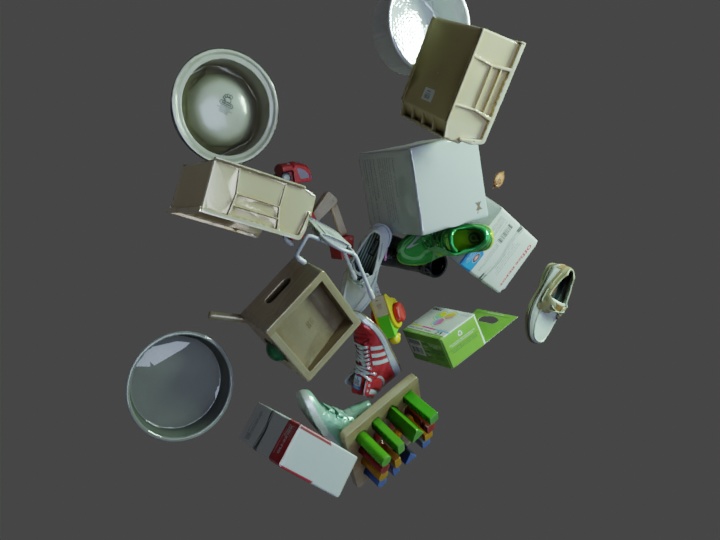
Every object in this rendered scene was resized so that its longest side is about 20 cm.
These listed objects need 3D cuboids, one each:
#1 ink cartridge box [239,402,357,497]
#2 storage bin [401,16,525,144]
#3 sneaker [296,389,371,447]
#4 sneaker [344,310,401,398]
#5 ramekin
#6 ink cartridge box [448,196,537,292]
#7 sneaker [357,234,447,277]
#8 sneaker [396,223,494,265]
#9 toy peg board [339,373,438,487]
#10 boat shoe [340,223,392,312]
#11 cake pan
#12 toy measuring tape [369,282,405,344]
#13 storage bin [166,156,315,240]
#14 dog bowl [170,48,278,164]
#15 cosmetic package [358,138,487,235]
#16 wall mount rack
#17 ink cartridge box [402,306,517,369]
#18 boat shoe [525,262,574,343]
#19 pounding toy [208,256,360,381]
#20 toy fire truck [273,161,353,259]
[{"bbox_3d":[-0.122,0.334,1.389,0.144,0.199,0.084,36,74,-27],"label":"ink cartridge box"},{"bbox_3d":[0.179,-0.353,1.370,0.093,0.200,0.201,12,108,-28],"label":"storage bin"},{"bbox_3d":[-0.045,0.283,1.496,0.118,0.074,0.201,-41,123,-13],"label":"sneaker"},{"bbox_3d":[0.006,0.181,1.503,0.112,0.071,0.201,-44,128,-19],"label":"sneaker"},{"bbox_3d":[0.117,-0.494,1.498,0.198,0.097,0.204,-4,97,-29],"label":"ramekin"},{"bbox_3d":[0.275,-0.057,1.584,0.147,0.084,0.199,-53,141,5],"label":"ink cartridge box"},{"bbox_3d":[0.096,-0.033,1.531,0.198,0.099,0.072,12,91,-28],"label":"sneaker"},{"bbox_3d":[0.164,-0.060,1.457,0.197,0.084,0.075,-12,83,10],"label":"sneaker"},{"bbox_3d":[0.075,0.354,1.509,0.199,0.098,0.201,-35,139,-23],"label":"toy peg board"},{"bbox_3d":[0.000,0.000,1.466,0.067,0.073,0.202,-29,139,-68],"label":"boat shoe"},{"bbox_3d":[-0.332,0.209,1.348,0.198,0.037,0.204,-3,96,-29],"label":"cake pan"},{"bbox_3d":[0.046,0.056,1.535,0.073,0.073,0.203,-21,95,-26],"label":"toy measuring tape"},{"bbox_3d":[-0.210,-0.120,1.293,0.196,0.199,0.095,16,85,-29],"label":"storage bin"},{"bbox_3d":[-0.251,-0.290,1.324,0.198,0.074,0.203,-3,96,-28],"label":"dog bowl"},{"bbox_3d":[0.123,-0.171,1.475,0.166,0.199,0.169,-16,103,-28],"label":"cosmetic package"},{"bbox_3d":[-0.048,-0.028,1.345,0.172,0.200,0.075,25,100,-23],"label":"wall mount rack"},{"bbox_3d":[0.213,0.116,1.585,0.199,0.147,0.076,-34,109,-23],"label":"ink cartridge box"},{"bbox_3d":[0.454,0.080,1.762,0.074,0.068,0.203,19,86,-29],"label":"boat shoe"},{"bbox_3d":[-0.144,0.092,1.404,0.200,0.142,0.185,-47,128,-15],"label":"pounding toy"},{"bbox_3d":[-0.091,-0.116,1.446,0.139,0.049,0.203,-11,100,-28],"label":"toy fire truck"}]
